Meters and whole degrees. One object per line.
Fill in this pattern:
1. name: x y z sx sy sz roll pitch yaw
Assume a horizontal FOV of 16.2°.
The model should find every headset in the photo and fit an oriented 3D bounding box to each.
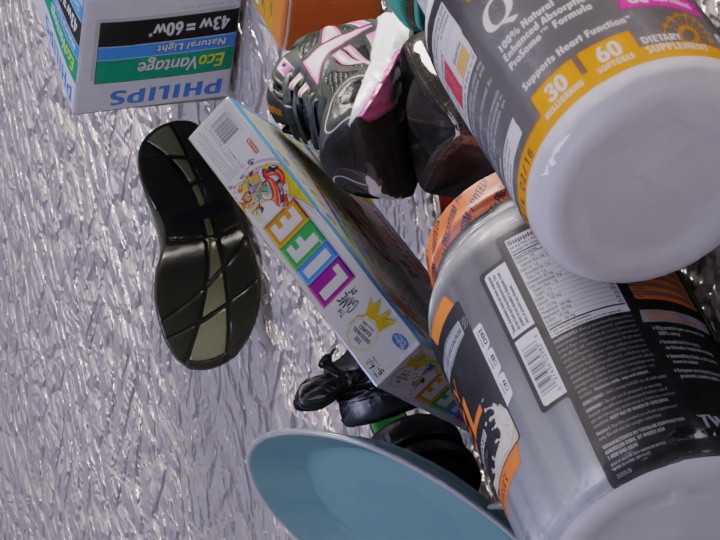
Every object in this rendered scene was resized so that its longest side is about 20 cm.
1. headset: 0.011 0.094 1.480 0.200 0.094 0.124 84 165 -67

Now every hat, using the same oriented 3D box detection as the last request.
1. hat: 0.063 -0.085 1.294 0.201 0.081 0.201 173 90 -71

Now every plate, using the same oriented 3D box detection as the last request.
1. plate: 0.028 0.142 1.412 0.026 0.200 0.200 -59 1 -27

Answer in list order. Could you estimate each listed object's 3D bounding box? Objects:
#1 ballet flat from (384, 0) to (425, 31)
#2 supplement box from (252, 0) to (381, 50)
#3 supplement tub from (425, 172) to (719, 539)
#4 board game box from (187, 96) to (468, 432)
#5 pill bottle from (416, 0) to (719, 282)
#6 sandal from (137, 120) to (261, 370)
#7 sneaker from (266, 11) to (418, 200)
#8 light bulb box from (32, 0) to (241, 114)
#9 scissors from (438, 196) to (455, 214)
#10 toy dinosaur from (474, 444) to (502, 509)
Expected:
1. ballet flat: 0.033 -0.218 1.337 0.070 0.067 0.200 46 144 34
2. supplement box: -0.048 -0.218 1.593 0.200 0.066 0.069 -121 29 -48
3. supplement tub: 0.105 0.051 1.159 0.123 0.122 0.200 100 156 -44
4. board game box: 0.000 0.000 1.395 0.034 0.134 0.200 -45 57 11
5. pill bottle: 0.096 -0.096 1.138 0.200 0.116 0.117 -118 27 -45
6. sandal: -0.118 -0.018 1.895 0.057 0.079 0.202 81 179 -64
7. sneaker: -0.011 -0.088 1.401 0.200 0.086 0.081 -70 -27 -71
8. light bulb box: -0.169 -0.254 1.846 0.200 0.124 0.199 102 153 -43
9. scissors: 0.043 -0.129 1.412 0.073 0.014 0.201 -31 -63 -82
10. toy dinosaur: 0.128 0.130 1.236 0.200 0.077 0.102 56 168 39
